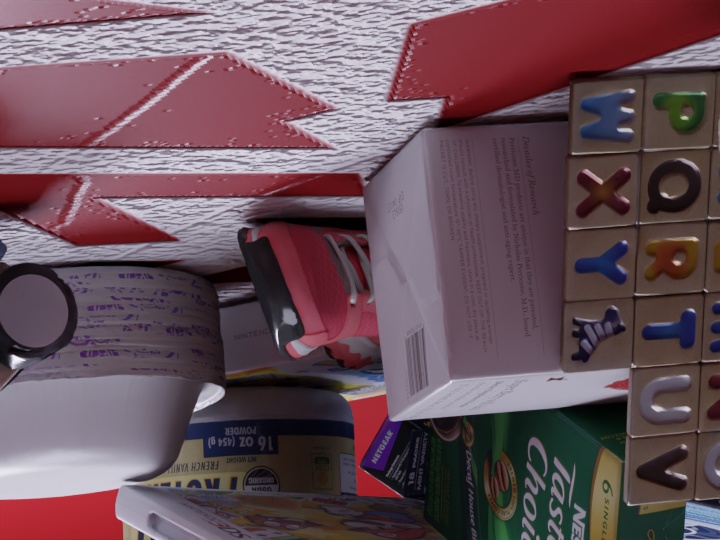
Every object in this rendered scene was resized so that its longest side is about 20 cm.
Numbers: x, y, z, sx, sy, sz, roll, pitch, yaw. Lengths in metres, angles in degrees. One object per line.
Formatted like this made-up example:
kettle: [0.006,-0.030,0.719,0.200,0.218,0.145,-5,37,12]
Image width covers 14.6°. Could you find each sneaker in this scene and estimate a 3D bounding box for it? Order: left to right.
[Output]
sneaker: [0.000,0.000,1.454,0.086,0.074,0.200,-23,169,14]

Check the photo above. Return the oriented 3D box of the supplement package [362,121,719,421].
supplement package: [0.115,-0.001,1.329,0.199,0.120,0.121,-4,169,-14]

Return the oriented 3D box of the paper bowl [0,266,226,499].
paper bowl: [-0.174,0.067,1.557,0.200,0.105,0.201,-5,169,-1]

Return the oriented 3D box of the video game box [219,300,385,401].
video game box: [0.004,0.042,1.687,0.199,0.047,0.182,-13,165,29]

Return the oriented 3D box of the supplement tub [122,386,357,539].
supplement tub: [-0.071,0.177,1.690,0.144,0.201,0.144,-3,171,0]

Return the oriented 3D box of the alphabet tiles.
alphabet tiles: [0.169,0.008,1.260,0.166,0.201,0.008,-4,-163,-15]

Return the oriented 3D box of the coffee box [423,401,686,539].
coffee box: [0.096,0.110,1.428,0.044,0.124,0.200,-7,-156,-25]

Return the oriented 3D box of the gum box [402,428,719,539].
gum box: [0.143,0.118,1.585,0.169,0.045,0.200,13,167,-22]

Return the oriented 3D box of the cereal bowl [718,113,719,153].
cereal bowl: [0.235,-0.082,1.090,0.199,0.084,0.200,-7,170,-1]

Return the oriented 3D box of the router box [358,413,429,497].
router box: [0.101,0.126,1.796,0.149,0.051,0.200,33,-161,11]

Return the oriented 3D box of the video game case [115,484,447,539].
video game case: [-0.010,0.149,1.542,0.199,0.023,0.182,6,-174,-29]

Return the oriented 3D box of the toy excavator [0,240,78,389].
toy excavator: [-0.266,0.025,1.320,0.195,0.200,0.100,-51,-171,-26]
